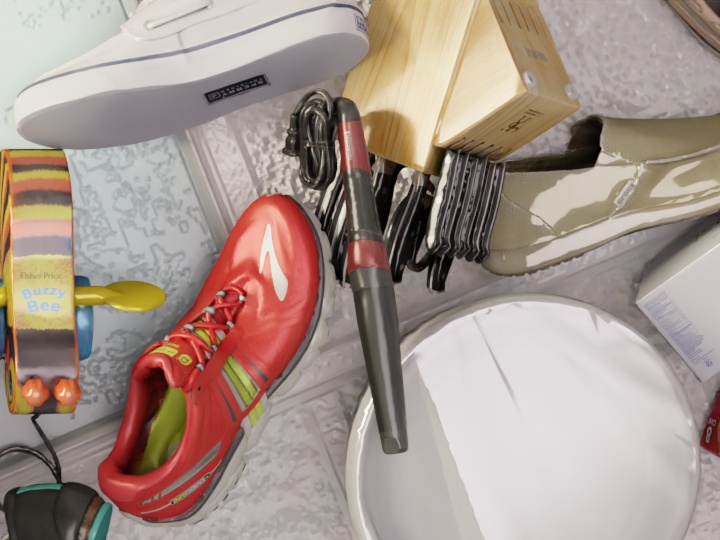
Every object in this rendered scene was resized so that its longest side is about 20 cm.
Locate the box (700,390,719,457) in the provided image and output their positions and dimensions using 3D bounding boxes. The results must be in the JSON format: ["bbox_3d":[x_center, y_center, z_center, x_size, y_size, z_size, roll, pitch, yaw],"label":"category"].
[{"bbox_3d":[0.313,0.101,1.710,0.199,0.100,0.096,21,92,-14],"label":"box"}]

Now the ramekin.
[{"bbox_3d":[0.083,0.107,1.663,0.202,0.094,0.203,-2,97,-13],"label":"ramekin"}]

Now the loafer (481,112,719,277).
[{"bbox_3d":[0.154,-0.059,1.669,0.199,0.076,0.068,-23,107,-8],"label":"loafer"}]

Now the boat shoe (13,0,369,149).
[{"bbox_3d":[-0.097,-0.121,1.617,0.199,0.074,0.066,-14,66,-3],"label":"boat shoe"}]

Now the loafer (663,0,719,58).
[{"bbox_3d":[0.211,-0.164,1.675,0.200,0.063,0.072,32,88,-14],"label":"loafer"}]

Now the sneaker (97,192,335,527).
[{"bbox_3d":[-0.081,0.049,1.613,0.085,0.077,0.201,24,90,-56],"label":"sneaker"}]

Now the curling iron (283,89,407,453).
[{"bbox_3d":[0.000,0.000,1.587,0.025,0.050,0.201,-9,81,-39],"label":"curling iron"}]

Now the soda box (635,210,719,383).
[{"bbox_3d":[0.253,-0.025,1.656,0.200,0.068,0.064,-37,101,21],"label":"soda box"}]

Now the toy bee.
[{"bbox_3d":[-0.166,0.035,1.594,0.131,0.109,0.201,-22,101,-11],"label":"toy bee"}]

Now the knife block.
[{"bbox_3d":[0.025,-0.093,1.637,0.175,0.064,0.201,-31,68,26],"label":"knife block"}]

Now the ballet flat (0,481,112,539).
[{"bbox_3d":[-0.182,0.206,1.630,0.068,0.068,0.201,12,106,7],"label":"ballet flat"}]
